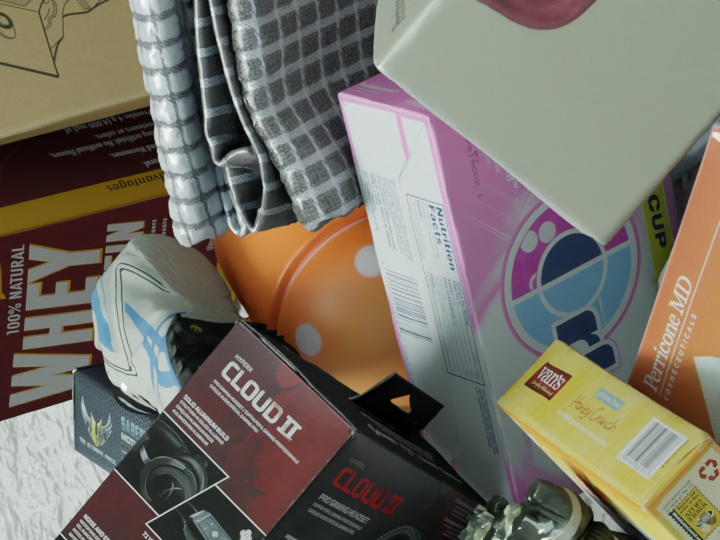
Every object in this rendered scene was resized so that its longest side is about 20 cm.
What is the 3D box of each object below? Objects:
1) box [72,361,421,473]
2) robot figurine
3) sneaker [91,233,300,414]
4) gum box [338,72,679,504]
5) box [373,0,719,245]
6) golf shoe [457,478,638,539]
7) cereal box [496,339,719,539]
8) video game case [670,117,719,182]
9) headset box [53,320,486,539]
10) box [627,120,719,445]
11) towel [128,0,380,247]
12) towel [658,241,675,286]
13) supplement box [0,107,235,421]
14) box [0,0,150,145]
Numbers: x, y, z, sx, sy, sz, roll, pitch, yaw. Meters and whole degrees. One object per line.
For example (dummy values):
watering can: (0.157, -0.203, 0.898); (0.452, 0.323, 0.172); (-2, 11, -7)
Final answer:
box: (-0.027, 0.084, 1.233); (0.200, 0.158, 0.051); (25, 121, 51)
robot figurine: (0.001, -0.002, 1.183); (0.200, 0.144, 0.117); (-124, 23, -53)
sneaker: (-0.077, 0.045, 1.121); (0.073, 0.072, 0.200); (-67, 21, 11)
gum box: (0.072, -0.010, 1.056); (0.066, 0.113, 0.200); (19, 130, 52)
box: (0.107, -0.132, 0.900); (0.200, 0.109, 0.128); (-49, 12, 17)
golf shoe: (0.072, 0.135, 0.955); (0.077, 0.088, 0.200); (-62, 4, -10)
cereal box: (0.148, 0.118, 0.925); (0.200, 0.040, 0.144); (46, 176, -20)
video game case: (0.123, -0.152, 1.062); (0.143, 0.018, 0.200); (-42, 65, 53)
headset box: (-0.044, 0.120, 1.011); (0.200, 0.149, 0.077); (-49, 59, 3)
box: (0.208, 0.037, 0.875); (0.200, 0.097, 0.125); (41, 135, 32)
towel: (-0.008, -0.117, 1.087); (0.085, 0.200, 0.166); (7, 116, 37)
towel: (0.210, 0.017, 0.967); (0.200, 0.031, 0.149); (44, 136, 28)
supplement box: (-0.199, -0.036, 1.408); (0.200, 0.197, 0.133); (47, 141, 38)
box: (-0.171, -0.153, 1.337); (0.021, 0.200, 0.164); (112, 141, -72)
